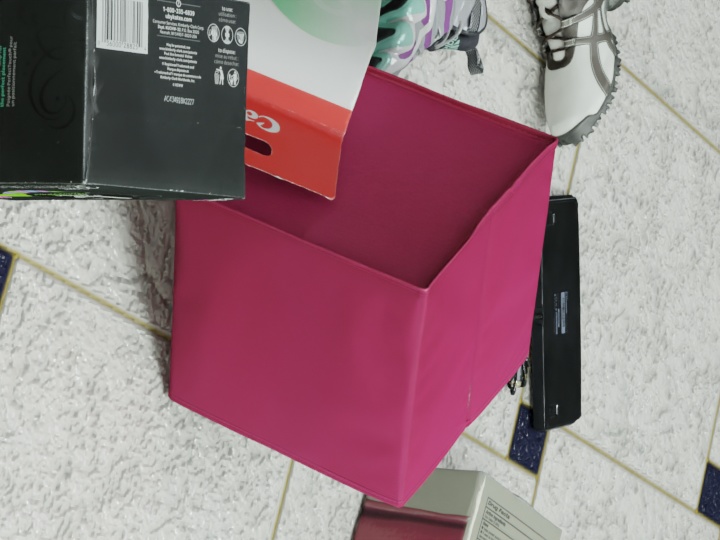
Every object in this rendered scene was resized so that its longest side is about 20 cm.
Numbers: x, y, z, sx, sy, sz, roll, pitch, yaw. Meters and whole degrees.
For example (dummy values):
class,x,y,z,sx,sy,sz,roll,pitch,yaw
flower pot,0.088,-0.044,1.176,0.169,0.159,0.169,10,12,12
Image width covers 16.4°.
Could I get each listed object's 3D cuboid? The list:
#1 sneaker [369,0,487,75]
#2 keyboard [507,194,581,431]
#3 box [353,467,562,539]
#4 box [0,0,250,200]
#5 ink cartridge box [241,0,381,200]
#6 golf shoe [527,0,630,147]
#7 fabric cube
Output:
class,x,y,z,sx,sy,sz,roll,pitch,yaw
sneaker,0.051,-0.183,1.925,0.140,0.078,0.200,46,57,-43
keyboard,0.154,0.038,2.118,0.127,0.021,0.201,-6,96,-59
box,0.058,0.265,1.925,0.128,0.109,0.200,39,60,-46
box,-0.188,-0.106,1.507,0.148,0.200,0.125,3,88,-52
ink cartridge box,-0.072,-0.151,1.658,0.161,0.050,0.200,21,37,-12
golf shoe,0.173,-0.205,2.103,0.094,0.078,0.201,21,72,-33
fabric cube,0.000,0.000,1.715,0.200,0.196,0.200,-46,151,-42
